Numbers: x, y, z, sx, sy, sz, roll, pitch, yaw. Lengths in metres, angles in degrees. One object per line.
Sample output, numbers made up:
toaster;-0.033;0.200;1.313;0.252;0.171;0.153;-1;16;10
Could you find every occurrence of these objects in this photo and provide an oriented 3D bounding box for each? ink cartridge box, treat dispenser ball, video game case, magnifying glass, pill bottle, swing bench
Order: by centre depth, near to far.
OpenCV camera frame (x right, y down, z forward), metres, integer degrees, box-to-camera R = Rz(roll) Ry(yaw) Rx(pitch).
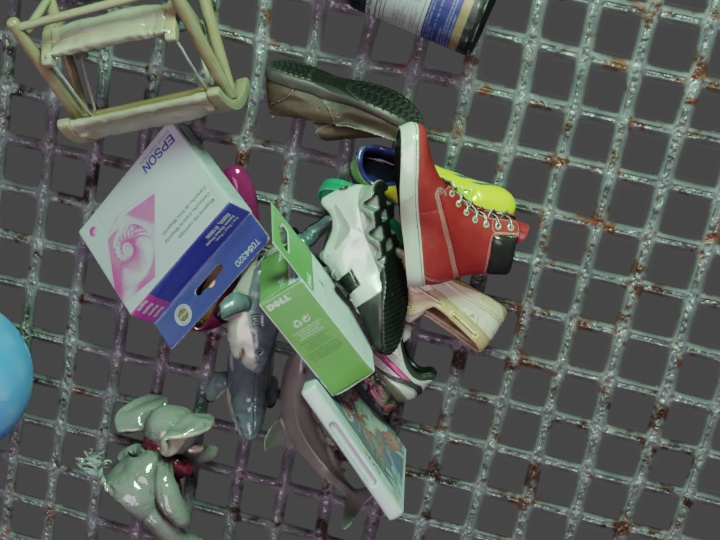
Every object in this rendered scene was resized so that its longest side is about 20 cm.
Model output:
pill bottle;0.051;-0.325;1.350;0.200;0.112;0.112;24;109;3
ink cartridge box;-0.064;0.033;1.376;0.059;0.104;0.200;-31;116;13
swing bench;-0.257;-0.242;1.395;0.199;0.130;0.200;-11;124;13
video game case;-0.003;0.182;1.459;0.023;0.200;0.182;-32;99;9
magnifying glass;0.036;-0.045;1.464;0.200;0.080;0.022;32;68;-10
ink cartridge box;-0.229;-0.043;1.475;0.196;0.043;0.200;-47;62;18
treat dispenser ball;-0.515;0.134;1.542;0.201;0.201;0.201;3;106;10

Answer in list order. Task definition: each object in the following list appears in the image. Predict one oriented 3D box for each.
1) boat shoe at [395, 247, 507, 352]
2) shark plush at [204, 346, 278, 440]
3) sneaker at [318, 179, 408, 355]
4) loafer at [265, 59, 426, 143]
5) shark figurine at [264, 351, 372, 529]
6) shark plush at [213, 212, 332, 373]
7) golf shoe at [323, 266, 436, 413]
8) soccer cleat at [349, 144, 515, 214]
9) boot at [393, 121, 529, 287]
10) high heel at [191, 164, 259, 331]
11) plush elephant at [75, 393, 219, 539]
boat shoe;0.074;0.032;1.460;0.200;0.074;0.069;27;76;2
shark plush;-0.120;0.105;1.515;0.091;0.083;0.200;20;95;-15
sneaker;0.000;0.000;1.411;0.088;0.074;0.200;-6;95;24
loafer;-0.020;-0.185;1.433;0.200;0.073;0.071;22;119;9
shark figurine;-0.068;0.216;1.500;0.215;0.089;0.128;64;149;7
shark plush;-0.096;0.020;1.459;0.083;0.091;0.200;35;72;2
golf shoe;0.014;0.072;1.496;0.092;0.073;0.200;-31;103;12
soccer cleat;0.082;-0.096;1.420;0.200;0.084;0.065;16;71;7
boot;0.113;-0.079;1.367;0.144;0.072;0.200;-7;121;3
high heel;-0.167;-0.025;1.486;0.067;0.096;0.200;8;107;8
plush elephant;-0.249;0.240;1.560;0.155;0.165;0.200;-47;129;-14
